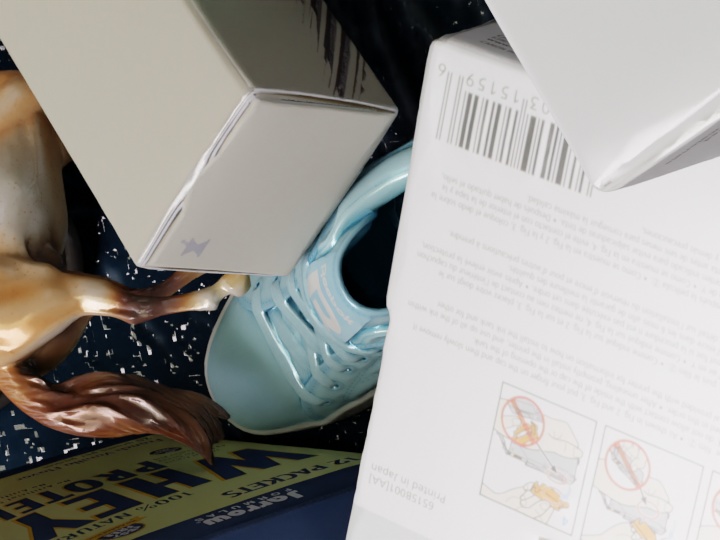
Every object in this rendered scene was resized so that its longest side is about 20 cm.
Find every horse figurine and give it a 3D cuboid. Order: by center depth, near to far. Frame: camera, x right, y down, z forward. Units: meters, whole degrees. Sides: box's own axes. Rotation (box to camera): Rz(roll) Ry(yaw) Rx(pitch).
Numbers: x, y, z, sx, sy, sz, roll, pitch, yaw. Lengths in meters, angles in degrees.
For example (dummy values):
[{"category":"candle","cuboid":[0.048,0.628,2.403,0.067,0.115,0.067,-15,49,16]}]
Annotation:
[{"category":"horse figurine","cuboid":[-0.106,-0.018,1.064,0.132,0.050,0.201,-19,59,8]}]

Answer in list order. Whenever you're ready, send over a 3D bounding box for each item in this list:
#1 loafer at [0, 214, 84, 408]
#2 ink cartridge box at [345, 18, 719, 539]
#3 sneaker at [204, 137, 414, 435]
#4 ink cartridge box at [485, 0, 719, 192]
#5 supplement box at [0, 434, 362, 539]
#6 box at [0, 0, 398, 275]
[{"category":"loafer","cuboid":[-0.175,0.037,1.163,0.073,0.071,0.200,48,125,16]},{"category":"ink cartridge box","cuboid":[0.098,0.037,0.893,0.199,0.043,0.174,22,115,29]},{"category":"sneaker","cuboid":[0.000,0.000,1.018,0.200,0.082,0.074,-40,77,36]},{"category":"ink cartridge box","cuboid":[0.106,-0.117,0.835,0.083,0.200,0.146,-36,80,34]},{"category":"supplement box","cuboid":[-0.064,0.171,1.043,0.199,0.134,0.201,1,104,56]},{"category":"box","cuboid":[-0.074,-0.094,1.016,0.082,0.068,0.200,-54,52,30]}]
